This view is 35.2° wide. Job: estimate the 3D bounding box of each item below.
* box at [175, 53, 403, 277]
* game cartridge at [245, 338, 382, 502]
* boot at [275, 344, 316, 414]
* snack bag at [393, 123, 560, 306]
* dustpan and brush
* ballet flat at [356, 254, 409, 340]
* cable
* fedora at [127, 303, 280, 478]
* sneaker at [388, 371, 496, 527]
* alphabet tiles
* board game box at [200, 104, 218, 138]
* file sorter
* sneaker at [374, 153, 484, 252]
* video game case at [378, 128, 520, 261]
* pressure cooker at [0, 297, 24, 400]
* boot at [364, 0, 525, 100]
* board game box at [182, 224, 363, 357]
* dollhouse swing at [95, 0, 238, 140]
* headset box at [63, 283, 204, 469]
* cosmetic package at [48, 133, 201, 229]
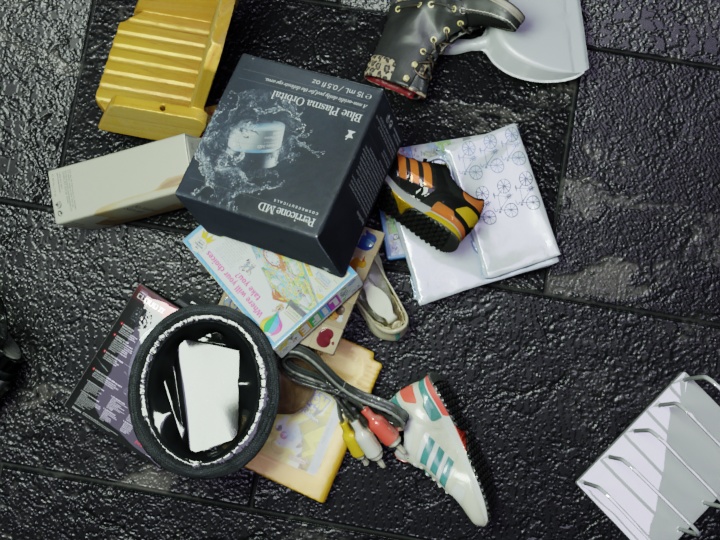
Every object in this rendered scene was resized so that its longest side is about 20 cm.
[{"bbox_3d":[-0.081,-0.127,1.349,0.195,0.118,0.202,17,73,21],"label":"box"},{"bbox_3d":[-0.085,0.168,1.453,0.175,0.032,0.202,23,85,4],"label":"game cartridge"},{"bbox_3d":[-0.091,0.082,1.431,0.075,0.073,0.203,16,76,-27],"label":"boot"},{"bbox_3d":[0.137,-0.073,1.462,0.198,0.021,0.191,-17,84,0],"label":"snack bag"},{"bbox_3d":[0.191,-0.307,1.496,0.197,0.057,0.141,-2,72,-5],"label":"dustpan and brush"},{"bbox_3d":[0.000,0.000,1.444,0.069,0.069,0.201,-34,89,-3],"label":"ballet flat"},{"bbox_3d":[-0.017,0.162,1.381,0.097,0.051,0.200,-25,120,36],"label":"cable"},{"bbox_3d":[-0.181,0.145,1.351,0.198,0.092,0.203,0,81,2],"label":"fedora"},{"bbox_3d":[0.098,0.235,1.431,0.093,0.070,0.202,-26,86,18],"label":"sneaker"},{"bbox_3d":[-0.068,-0.011,1.406,0.165,0.008,0.202,18,71,20],"label":"alphabet tiles"},{"bbox_3d":[-0.118,-0.150,1.483,0.197,0.046,0.154,-12,83,0],"label":"board game box"},{"bbox_3d":[0.388,0.242,1.385,0.200,0.125,0.139,-45,84,-3],"label":"file sorter"},{"bbox_3d":[0.066,-0.113,1.435,0.200,0.070,0.090,40,64,10],"label":"sneaker"},{"bbox_3d":[0.121,-0.099,1.486,0.197,0.018,0.145,-9,84,0],"label":"video game case"},{"bbox_3d":[-0.516,0.104,1.398,0.176,0.179,0.200,41,87,8],"label":"pressure cooker"},{"bbox_3d":[0.102,-0.293,1.458,0.198,0.073,0.152,23,87,30],"label":"boot"},{"bbox_3d":[-0.109,-0.010,1.389,0.134,0.034,0.200,-41,63,-5],"label":"board game box"},{"bbox_3d":[-0.239,-0.292,1.411,0.179,0.176,0.202,10,65,2],"label":"dollhouse swing"},{"bbox_3d":[-0.255,0.125,1.439,0.148,0.077,0.201,30,84,4],"label":"headset box"},{"bbox_3d":[-0.278,-0.109,1.428,0.198,0.105,0.072,-12,84,19],"label":"cosmetic package"}]
